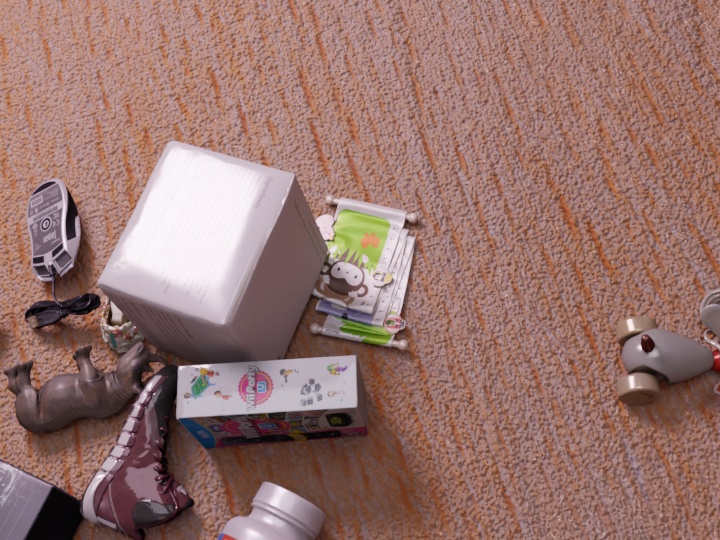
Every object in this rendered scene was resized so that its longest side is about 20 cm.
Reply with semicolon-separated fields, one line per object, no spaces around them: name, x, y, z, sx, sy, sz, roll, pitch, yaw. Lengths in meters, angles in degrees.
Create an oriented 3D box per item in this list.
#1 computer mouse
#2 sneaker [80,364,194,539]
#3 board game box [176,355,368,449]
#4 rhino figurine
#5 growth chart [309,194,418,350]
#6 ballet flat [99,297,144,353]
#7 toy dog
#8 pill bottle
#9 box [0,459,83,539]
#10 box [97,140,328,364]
computer mouse;-0.382;-0.024;1.390;0.109;0.044;0.203;-22;62;24
sneaker;-0.228;0.220;1.267;0.114;0.076;0.202;27;82;10
board game box;-0.095;0.150;1.238;0.197;0.148;0.065;-4;68;4
rhino figurine;-0.327;0.136;1.310;0.197;0.060;0.089;-14;86;-2
growth chart;0.000;0.000;1.365;0.142;0.018;0.203;5;66;8
ballet flat;-0.279;0.003;1.363;0.074;0.064;0.203;3;66;7
toy dog;0.382;0.089;1.247;0.198;0.097;0.133;-21;66;-4
pill bottle;-0.118;0.337;1.178;0.111;0.113;0.202;22;70;14
box;-0.449;0.304;1.218;0.194;0.124;0.202;20;70;15
box;-0.163;-0.005;1.277;0.169;0.199;0.202;17;69;18
